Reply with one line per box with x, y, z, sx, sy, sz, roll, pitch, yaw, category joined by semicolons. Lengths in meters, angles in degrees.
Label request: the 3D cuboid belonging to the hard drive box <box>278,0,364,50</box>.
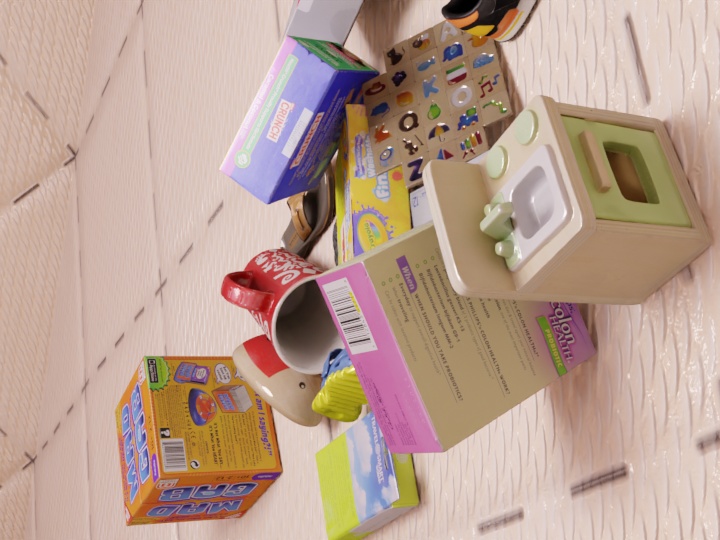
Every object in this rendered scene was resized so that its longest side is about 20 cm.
-0.034;-0.376;1.355;0.202;0.076;0.157;-82;17;-48;hard drive box

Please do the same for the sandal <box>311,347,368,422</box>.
-0.008;0.120;1.267;0.200;0.078;0.088;139;148;-62;sandal

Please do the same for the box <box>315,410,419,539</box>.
0.009;0.256;1.305;0.200;0.047;0.124;-45;48;51;box

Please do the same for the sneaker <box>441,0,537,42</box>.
0.150;-0.325;1.054;0.202;0.089;0.070;-64;35;36;sneaker

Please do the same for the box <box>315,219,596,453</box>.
0.089;0.042;0.955;0.096;0.198;0.178;-18;97;61;box

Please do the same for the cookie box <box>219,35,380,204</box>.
-0.067;-0.178;1.220;0.173;0.075;0.200;-60;-7;15;cookie box

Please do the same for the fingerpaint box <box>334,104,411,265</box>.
0.013;-0.068;1.242;0.167;0.072;0.203;104;164;-66;fingerpaint box

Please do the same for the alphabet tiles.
0.080;-0.189;1.149;0.165;0.006;0.202;-23;54;22;alphabet tiles

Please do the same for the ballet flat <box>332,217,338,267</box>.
0.000;0.000;1.329;0.057;0.065;0.202;114;149;-52;ballet flat

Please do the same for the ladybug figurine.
-0.110;0.147;1.477;0.072;0.135;0.200;-53;38;0;ladybug figurine

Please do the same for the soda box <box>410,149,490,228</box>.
0.129;-0.074;1.089;0.199;0.067;0.065;-24;66;59;soda box

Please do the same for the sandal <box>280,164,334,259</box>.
-0.087;-0.084;1.521;0.201;0.054;0.083;-55;41;46;sandal

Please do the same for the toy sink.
0.171;-0.058;0.869;0.112;0.197;0.132;-51;43;48;toy sink

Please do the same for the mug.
-0.102;0.030;1.434;0.133;0.178;0.200;-44;26;-5;mug

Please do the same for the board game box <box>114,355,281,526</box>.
-0.265;0.271;1.670;0.200;0.197;0.202;-52;43;48;board game box
